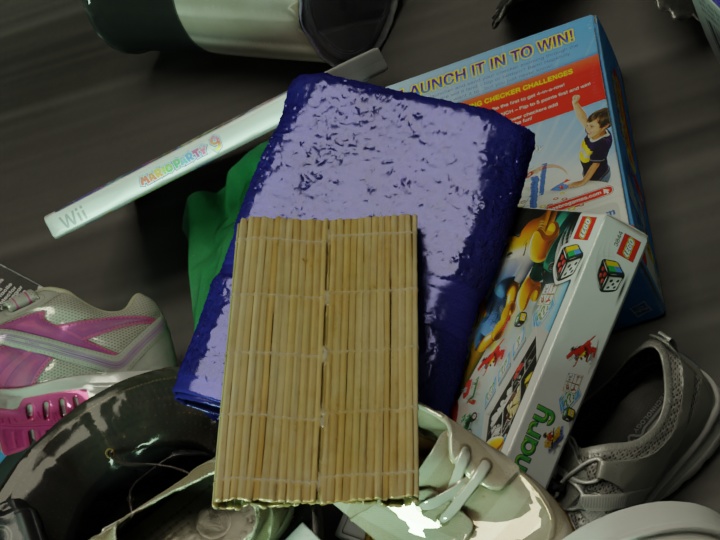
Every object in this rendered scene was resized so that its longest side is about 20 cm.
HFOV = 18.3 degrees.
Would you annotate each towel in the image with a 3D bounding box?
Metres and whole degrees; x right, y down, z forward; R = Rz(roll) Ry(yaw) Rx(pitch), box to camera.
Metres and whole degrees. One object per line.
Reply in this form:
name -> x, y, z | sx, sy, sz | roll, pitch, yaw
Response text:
towel -> 0.000, 0.000, 1.193 | 0.147, 0.050, 0.201 | 14, 73, 17

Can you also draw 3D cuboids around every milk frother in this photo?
milk frother -> -0.084, -0.248, 1.482 | 0.188, 0.200, 0.181 | 7, 54, 33

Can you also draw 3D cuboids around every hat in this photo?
hat -> -0.104, 0.153, 1.236 | 0.200, 0.081, 0.201 | -4, 76, 17

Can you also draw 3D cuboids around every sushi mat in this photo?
sushi mat -> -0.019, 0.041, 1.092 | 0.095, 0.012, 0.200 | 1, 43, 1

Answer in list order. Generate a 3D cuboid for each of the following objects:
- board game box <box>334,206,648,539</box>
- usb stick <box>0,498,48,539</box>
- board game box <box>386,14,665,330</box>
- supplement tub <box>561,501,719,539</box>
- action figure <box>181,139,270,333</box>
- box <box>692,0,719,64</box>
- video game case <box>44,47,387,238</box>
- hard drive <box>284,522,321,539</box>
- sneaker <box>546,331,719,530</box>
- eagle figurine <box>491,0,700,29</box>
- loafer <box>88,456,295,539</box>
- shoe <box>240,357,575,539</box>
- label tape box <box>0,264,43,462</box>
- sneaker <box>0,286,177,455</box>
board game box -> 0.067, 0.063, 1.168 | 0.126, 0.035, 0.200 | 7, 71, 61
usb stick -> -0.165, 0.220, 1.182 | 0.055, 0.033, 0.200 | -29, 71, 21
board game box -> 0.066, -0.035, 1.321 | 0.199, 0.056, 0.196 | -18, 47, 16
supplement tub -> 0.156, 0.217, 1.001 | 0.145, 0.146, 0.200 | -30, 45, 4
action figure -> -0.070, 0.018, 1.335 | 0.118, 0.055, 0.200 | -45, 30, 38
box -> 0.315, -0.145, 1.237 | 0.200, 0.105, 0.184 | -34, 46, 0
video game case -> -0.087, -0.081, 1.396 | 0.200, 0.018, 0.143 | -26, 5, 18
hard drive -> -0.053, 0.245, 1.134 | 0.132, 0.027, 0.200 | 44, 80, 9
sneaker -> 0.107, 0.113, 1.157 | 0.075, 0.082, 0.200 | 24, 68, 40
eagle figurine -> 0.162, -0.241, 1.409 | 0.152, 0.150, 0.201 | 161, 112, -72
loafer -> -0.118, 0.161, 1.139 | 0.076, 0.068, 0.200 | 43, 81, 12
shoe -> 0.015, 0.096, 1.087 | 0.200, 0.053, 0.070 | 28, 77, 26
label tape box -> -0.287, 0.053, 1.443 | 0.200, 0.066, 0.143 | 25, 69, 39
sneaker -> -0.200, 0.057, 1.334 | 0.199, 0.081, 0.088 | 0, 62, -12
